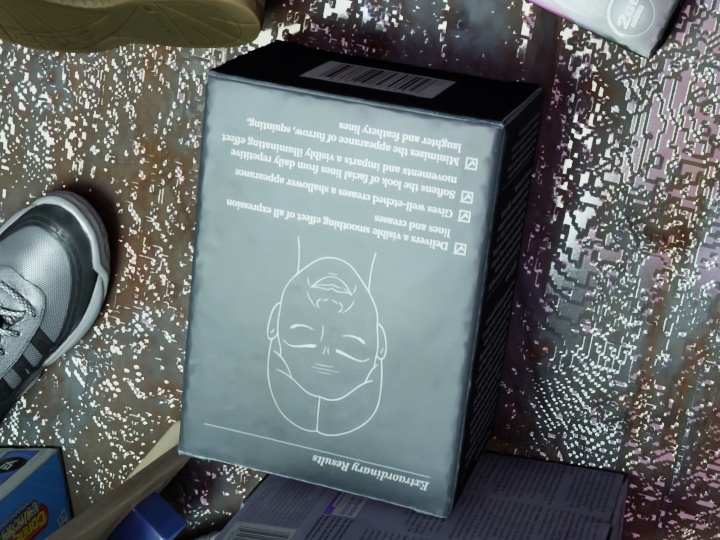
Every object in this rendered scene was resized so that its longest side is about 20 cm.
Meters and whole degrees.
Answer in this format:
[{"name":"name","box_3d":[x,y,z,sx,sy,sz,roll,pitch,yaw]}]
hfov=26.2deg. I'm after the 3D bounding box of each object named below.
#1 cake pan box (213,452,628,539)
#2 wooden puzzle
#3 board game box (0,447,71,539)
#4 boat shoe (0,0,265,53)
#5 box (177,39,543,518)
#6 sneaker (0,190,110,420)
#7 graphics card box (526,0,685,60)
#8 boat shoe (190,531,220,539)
[{"name":"cake pan box","box_3d":[0.031,0.142,0.764,0.182,0.200,0.053,5,105,14]},{"name":"wooden puzzle","box_3d":[-0.166,0.184,0.839,0.046,0.200,0.185,42,114,2]},{"name":"board game box","box_3d":[-0.297,0.166,0.877,0.194,0.200,0.056,-2,107,19]},{"name":"boat shoe","box_3d":[-0.138,-0.158,0.807,0.198,0.072,0.066,4,71,22]},{"name":"box","box_3d":[0.000,0.000,0.781,0.147,0.107,0.202,12,109,14]},{"name":"sneaker","box_3d":[-0.218,0.046,0.862,0.075,0.114,0.200,41,114,2]},{"name":"graphics card box","box_3d":[0.078,-0.199,0.727,0.199,0.051,0.126,28,112,7]},{"name":"boat shoe","box_3d":[-0.072,0.253,0.875,0.067,0.072,0.202,-24,85,17]}]
